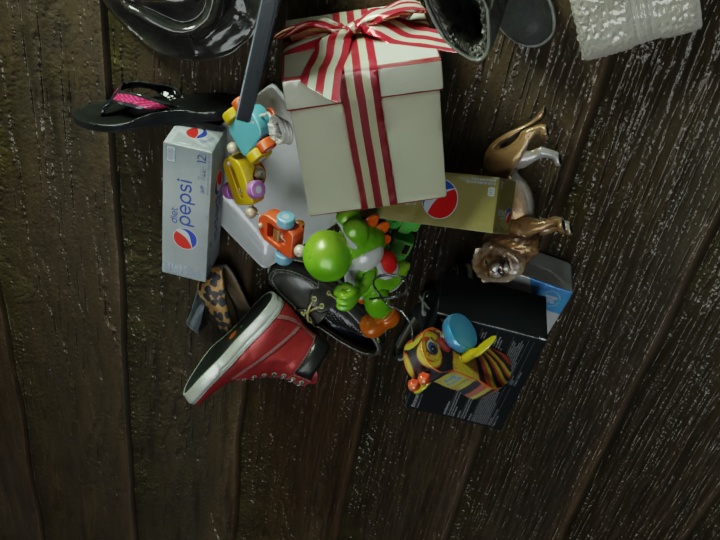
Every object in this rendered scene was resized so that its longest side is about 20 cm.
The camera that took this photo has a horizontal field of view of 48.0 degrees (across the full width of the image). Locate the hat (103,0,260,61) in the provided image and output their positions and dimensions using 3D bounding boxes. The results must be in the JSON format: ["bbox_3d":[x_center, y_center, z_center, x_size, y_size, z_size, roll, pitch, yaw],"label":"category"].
[{"bbox_3d":[-0.209,-0.307,0.895,0.197,0.081,0.203,5,128,6],"label":"hat"}]

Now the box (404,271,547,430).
[{"bbox_3d":[0.146,0.109,1.058,0.139,0.080,0.201,12,136,-2],"label":"box"}]

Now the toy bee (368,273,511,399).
[{"bbox_3d":[0.088,0.107,0.941,0.197,0.110,0.132,19,137,-5],"label":"toy bee"}]

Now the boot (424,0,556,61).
[{"bbox_3d":[0.133,-0.261,0.796,0.072,0.201,0.182,-32,116,29],"label":"boot"}]

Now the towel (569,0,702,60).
[{"bbox_3d":[0.272,-0.324,0.833,0.131,0.035,0.202,-12,125,19],"label":"towel"}]

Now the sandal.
[{"bbox_3d":[-0.252,-0.208,0.985,0.197,0.076,0.046,-5,128,3],"label":"sandal"}]

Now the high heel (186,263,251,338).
[{"bbox_3d":[-0.155,0.077,1.176,0.198,0.072,0.143,29,133,-1],"label":"high heel"}]

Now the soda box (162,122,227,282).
[{"bbox_3d":[-0.213,-0.088,1.032,0.062,0.069,0.202,12,128,1],"label":"soda box"}]

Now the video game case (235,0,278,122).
[{"bbox_3d":[-0.094,-0.264,0.832,0.019,0.201,0.144,13,128,-10],"label":"video game case"}]

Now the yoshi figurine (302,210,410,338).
[{"bbox_3d":[-0.015,0.002,0.998,0.111,0.113,0.201,19,153,26],"label":"yoshi figurine"}]

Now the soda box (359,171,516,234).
[{"bbox_3d":[0.078,-0.087,0.962,0.197,0.067,0.065,9,95,27],"label":"soda box"}]

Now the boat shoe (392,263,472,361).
[{"bbox_3d":[0.099,0.066,1.127,0.059,0.076,0.202,14,127,-9],"label":"boat shoe"}]

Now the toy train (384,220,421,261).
[{"bbox_3d":[0.039,-0.031,1.088,0.056,0.042,0.201,14,128,-15],"label":"toy train"}]

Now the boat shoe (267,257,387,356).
[{"bbox_3d":[-0.047,0.051,1.148,0.200,0.061,0.072,31,125,-14],"label":"boat shoe"}]

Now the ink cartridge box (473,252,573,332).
[{"bbox_3d":[0.197,0.065,1.114,0.114,0.067,0.202,18,128,-4],"label":"ink cartridge box"}]

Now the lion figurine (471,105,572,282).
[{"bbox_3d":[0.185,-0.089,0.983,0.121,0.072,0.203,-7,90,28],"label":"lion figurine"}]

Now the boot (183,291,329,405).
[{"bbox_3d":[-0.143,0.147,1.152,0.200,0.073,0.144,-43,112,6],"label":"boot"}]

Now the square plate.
[{"bbox_3d":[-0.119,-0.118,1.055,0.199,0.029,0.198,-29,117,27],"label":"square plate"}]

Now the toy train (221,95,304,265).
[{"bbox_3d":[-0.104,-0.115,0.976,0.149,0.055,0.202,32,135,31],"label":"toy train"}]

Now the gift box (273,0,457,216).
[{"bbox_3d":[0.012,-0.181,0.870,0.182,0.201,0.189,-11,126,-3],"label":"gift box"}]
